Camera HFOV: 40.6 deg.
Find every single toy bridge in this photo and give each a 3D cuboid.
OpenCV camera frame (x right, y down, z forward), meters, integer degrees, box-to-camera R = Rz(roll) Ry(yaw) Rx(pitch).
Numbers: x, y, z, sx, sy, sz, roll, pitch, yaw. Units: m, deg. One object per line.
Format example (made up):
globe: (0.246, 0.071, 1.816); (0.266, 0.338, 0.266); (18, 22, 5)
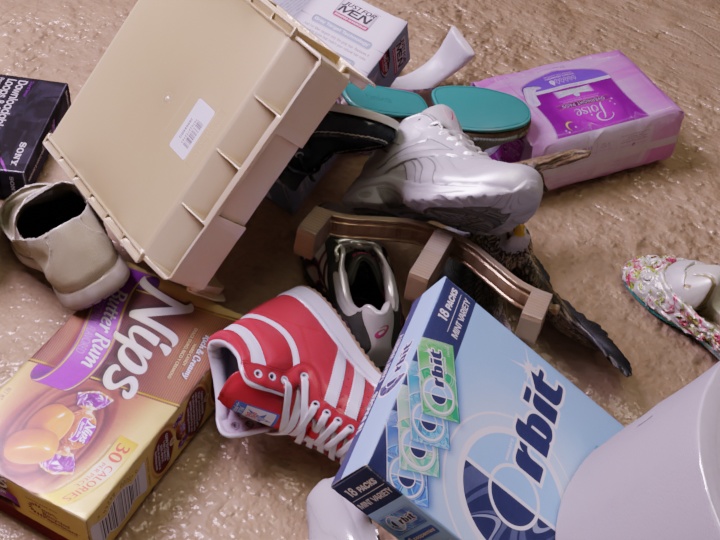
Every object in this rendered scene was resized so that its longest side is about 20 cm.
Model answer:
toy bridge: (0.053, -0.005, 0.721); (0.198, 0.027, 0.067); (21, 40, 13)

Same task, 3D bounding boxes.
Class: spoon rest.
spoon rest: (0.027, -0.185, 0.999); (0.199, 0.061, 0.100); (-29, 78, -26)

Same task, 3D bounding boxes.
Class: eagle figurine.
eagle figurine: (0.125, 0.003, 0.800); (0.150, 0.150, 0.203); (-17, 72, 29)

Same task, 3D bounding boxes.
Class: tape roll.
tape roll: (0.235, 0.169, 0.576); (0.200, 0.139, 0.205); (16, 51, -20)

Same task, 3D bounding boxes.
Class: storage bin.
storage bin: (-0.117, -0.115, 0.739); (0.198, 0.201, 0.093); (44, 12, 34)

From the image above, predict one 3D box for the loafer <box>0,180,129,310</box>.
loafer: (-0.238, -0.038, 0.764); (0.075, 0.069, 0.199); (-31, 34, -22)

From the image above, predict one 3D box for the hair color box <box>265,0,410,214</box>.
hair color box: (-0.047, -0.163, 0.908); (0.098, 0.061, 0.201); (30, 73, 18)

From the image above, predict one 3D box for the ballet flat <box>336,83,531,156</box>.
ballet flat: (0.058, -0.129, 0.881); (0.197, 0.072, 0.070); (-2, 50, -24)

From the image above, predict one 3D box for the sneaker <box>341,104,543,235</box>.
sneaker: (0.063, -0.085, 0.758); (0.077, 0.101, 0.199); (24, -11, -39)

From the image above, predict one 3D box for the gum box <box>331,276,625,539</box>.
gum box: (0.095, 0.128, 0.642); (0.199, 0.045, 0.171); (39, 45, -10)

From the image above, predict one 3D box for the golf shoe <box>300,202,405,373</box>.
golf shoe: (0.000, 0.000, 0.788); (0.076, 0.089, 0.201); (-7, 45, -13)

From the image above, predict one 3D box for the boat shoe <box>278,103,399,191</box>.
boat shoe: (-0.062, -0.099, 0.799); (0.197, 0.074, 0.067); (6, 83, 23)

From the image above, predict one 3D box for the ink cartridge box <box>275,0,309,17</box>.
ink cartridge box: (-0.087, -0.228, 1.021); (0.199, 0.043, 0.197); (40, 49, 2)

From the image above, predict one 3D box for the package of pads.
package of pads: (0.214, -0.150, 0.981); (0.198, 0.076, 0.121); (-16, 50, -23)

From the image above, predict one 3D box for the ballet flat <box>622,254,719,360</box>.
ballet flat: (0.310, 0.035, 0.819); (0.075, 0.064, 0.200); (-27, 54, -31)

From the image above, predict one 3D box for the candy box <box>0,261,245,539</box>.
candy box: (-0.176, 0.091, 0.689); (0.115, 0.057, 0.201); (23, 47, 15)

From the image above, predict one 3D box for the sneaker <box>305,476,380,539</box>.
sneaker: (-0.009, 0.215, 0.586); (0.079, 0.077, 0.201); (-21, 44, -4)

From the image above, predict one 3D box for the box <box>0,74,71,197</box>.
box: (-0.384, -0.134, 0.897); (0.197, 0.036, 0.144); (8, 44, -3)

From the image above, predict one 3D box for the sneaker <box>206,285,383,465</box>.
sneaker: (-0.026, 0.104, 0.668); (0.112, 0.072, 0.200); (-23, 60, -42)
